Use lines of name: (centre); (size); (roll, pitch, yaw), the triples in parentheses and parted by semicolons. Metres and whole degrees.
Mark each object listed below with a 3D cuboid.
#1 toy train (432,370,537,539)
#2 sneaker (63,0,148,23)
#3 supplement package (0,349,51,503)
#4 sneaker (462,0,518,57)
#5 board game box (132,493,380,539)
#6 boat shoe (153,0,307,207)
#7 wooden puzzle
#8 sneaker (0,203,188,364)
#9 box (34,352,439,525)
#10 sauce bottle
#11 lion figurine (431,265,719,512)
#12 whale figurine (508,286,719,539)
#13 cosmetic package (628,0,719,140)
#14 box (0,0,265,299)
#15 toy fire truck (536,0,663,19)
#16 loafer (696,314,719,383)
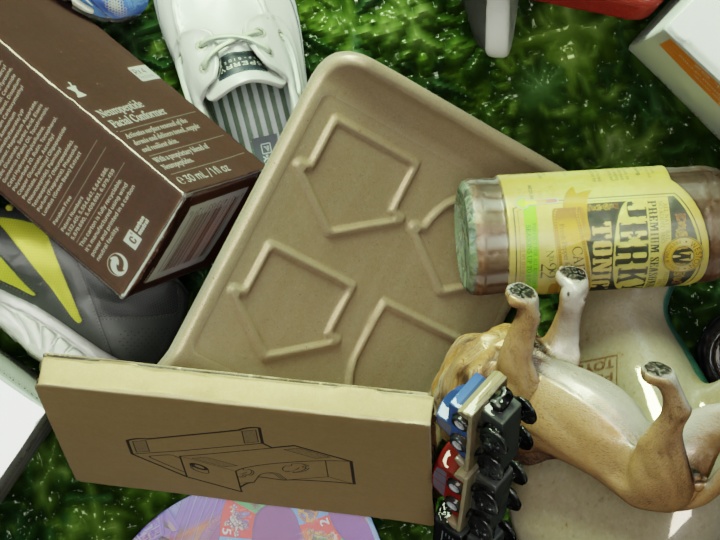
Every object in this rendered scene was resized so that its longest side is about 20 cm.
toy train: (0.059, 0.106, 1.512); (0.046, 0.200, 0.034); (37, 64, 18)
sneaker: (-0.137, -0.229, 1.567); (0.089, 0.079, 0.201); (-7, 103, 17)
supplement package: (-0.281, 0.077, 1.576); (0.200, 0.111, 0.156); (34, 92, -1)
sneaker: (0.030, -0.207, 1.588); (0.099, 0.071, 0.201); (-8, 87, 4)
board game box: (-0.047, 0.213, 1.610); (0.157, 0.039, 0.201); (-22, 91, 1)
boat shoe: (-0.059, -0.105, 1.589); (0.073, 0.067, 0.201); (-22, 91, 1)
wooden puzzle: (0.000, 0.000, 1.568); (0.185, 0.046, 0.200); (27, 96, -37)
sneaker: (-0.181, -0.009, 1.599); (0.200, 0.074, 0.085); (35, 86, -9)
box: (-0.059, 0.089, 1.544); (0.199, 0.164, 0.021); (6, 68, 5)
sauce bottle: (0.150, -0.023, 1.538); (0.199, 0.065, 0.065); (-5, 91, -4)
lion figurine: (0.119, 0.075, 1.495); (0.200, 0.072, 0.123); (33, 128, 32)
whale figurine: (0.149, 0.083, 1.584); (0.159, 0.104, 0.201); (-14, 67, 31)
cosmetic package: (0.202, -0.109, 1.518); (0.101, 0.200, 0.071); (44, 91, 0)
box: (-0.156, -0.080, 1.547); (0.200, 0.100, 0.075); (38, 113, 13)
toy fire truck: (0.106, -0.228, 1.523); (0.167, 0.112, 0.201); (10, 76, -13)
loafer: (0.279, 0.030, 1.585); (0.199, 0.072, 0.073); (-13, 92, 2)
